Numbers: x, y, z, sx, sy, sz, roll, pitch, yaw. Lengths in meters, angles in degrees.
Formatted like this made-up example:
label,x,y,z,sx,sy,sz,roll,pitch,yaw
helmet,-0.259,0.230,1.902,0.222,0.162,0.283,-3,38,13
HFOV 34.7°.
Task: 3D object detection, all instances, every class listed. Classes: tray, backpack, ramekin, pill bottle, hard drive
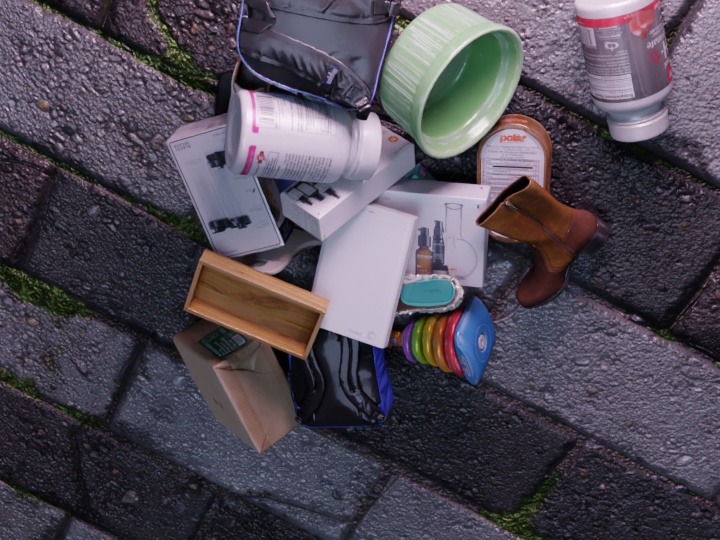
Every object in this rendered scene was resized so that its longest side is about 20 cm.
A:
label,x,y,z,sx,sy,sz,roll,pitch,yaw
tray,-0.154,0.051,1.709,0.198,0.037,0.099,22,124,-3
backpack,-0.036,0.130,1.846,0.161,0.168,0.202,-6,110,11
ramekin,0.119,-0.263,1.569,0.098,0.199,0.201,41,129,30
pill bottle,-0.078,-0.180,1.578,0.198,0.114,0.114,5,126,-19
backpack,-0.059,-0.321,1.531,0.198,0.147,0.185,15,108,-3
pill bottle,0.358,-0.280,1.548,0.110,0.111,0.201,-8,119,18
hard drive,0.000,0.000,1.706,0.131,0.026,0.202,17,105,16

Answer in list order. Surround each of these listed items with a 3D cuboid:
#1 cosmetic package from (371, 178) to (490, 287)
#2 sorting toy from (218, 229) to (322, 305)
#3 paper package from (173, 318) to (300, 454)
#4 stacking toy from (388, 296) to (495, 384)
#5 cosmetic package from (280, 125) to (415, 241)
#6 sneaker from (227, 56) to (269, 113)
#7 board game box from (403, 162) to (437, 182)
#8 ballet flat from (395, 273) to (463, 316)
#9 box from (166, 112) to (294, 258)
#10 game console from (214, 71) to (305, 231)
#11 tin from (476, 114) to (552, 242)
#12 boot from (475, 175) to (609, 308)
label,x,y,z,sx,sy,sz,roll,pitch,yaw
cosmetic package,0.092,-0.059,1.733,0.198,0.052,0.152,5,119,11
sorting toy,-0.154,-0.019,1.794,0.199,0.181,0.107,-29,111,27
paper package,-0.203,0.181,1.916,0.103,0.200,0.192,-34,115,-18
stacking toy,0.108,0.112,1.870,0.198,0.110,0.117,1,132,30
cosmetic package,-0.016,-0.132,1.670,0.082,0.200,0.051,34,149,28
sneaker,-0.168,-0.231,1.686,0.072,0.085,0.202,5,99,5
board game box,0.073,-0.049,1.800,0.152,0.045,0.200,42,120,-12
ballet flat,0.062,0.040,1.741,0.198,0.072,0.072,3,122,19
box,-0.188,-0.122,1.683,0.116,0.060,0.201,-14,114,20
game console,-0.140,-0.178,1.737,0.198,0.177,0.117,14,153,6
tin,0.228,-0.133,1.716,0.111,0.042,0.202,2,121,8
boot,0.246,-0.035,1.696,0.199,0.069,0.188,21,129,-38
